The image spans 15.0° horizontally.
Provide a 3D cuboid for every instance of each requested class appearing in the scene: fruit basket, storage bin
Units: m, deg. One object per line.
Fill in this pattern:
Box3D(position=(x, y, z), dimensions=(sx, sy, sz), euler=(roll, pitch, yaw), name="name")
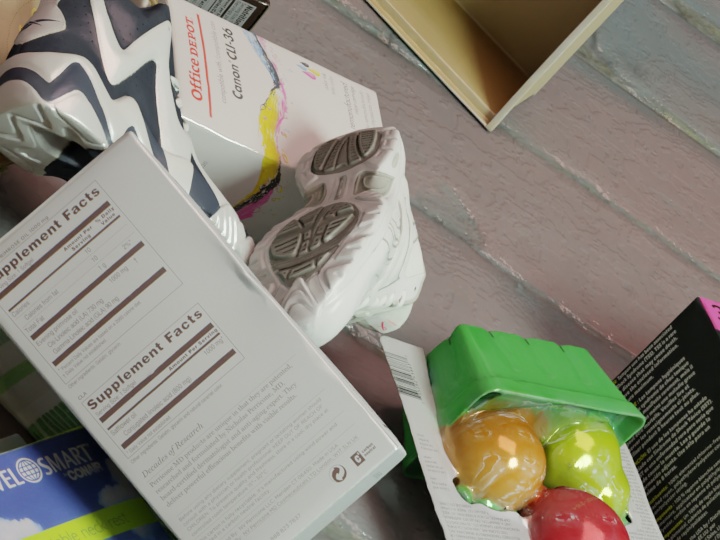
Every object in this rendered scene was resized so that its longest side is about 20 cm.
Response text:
Box3D(position=(0.100, 0.134, 1.550), dimensions=(0.185, 0.094, 0.200), euler=(11, 52, -40), name="fruit basket")
Box3D(position=(0.101, -0.243, 1.878), dimensions=(0.199, 0.200, 0.094), euler=(47, 30, 6), name="storage bin")

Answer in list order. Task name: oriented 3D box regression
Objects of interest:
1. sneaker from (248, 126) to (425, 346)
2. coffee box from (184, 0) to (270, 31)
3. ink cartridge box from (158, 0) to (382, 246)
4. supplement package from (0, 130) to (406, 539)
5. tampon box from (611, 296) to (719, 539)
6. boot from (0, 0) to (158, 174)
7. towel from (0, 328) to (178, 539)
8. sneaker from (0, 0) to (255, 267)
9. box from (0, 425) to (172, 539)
Box3D(position=(0.000, 0.000, 1.508), dimensions=(0.100, 0.078, 0.200), euler=(67, 24, -23), name="sneaker")
Box3D(position=(-0.162, -0.206, 1.655), dimensions=(0.200, 0.080, 0.113), euler=(21, 37, -31), name="coffee box")
Box3D(position=(-0.080, -0.086, 1.615), dimensions=(0.200, 0.068, 0.117), euler=(23, 36, -29), name="ink cartridge box")
Box3D(position=(-0.083, 0.047, 1.328), dimensions=(0.200, 0.109, 0.114), euler=(49, -2, 7), name="supplement package")
Box3D(position=(0.252, 0.140, 1.659), dimensions=(0.150, 0.126, 0.200), euler=(15, 41, -39), name="tampon box")
Box3D(position=(-0.192, -0.120, 1.512), dimensions=(0.200, 0.073, 0.156), euler=(5, 47, -30), name="boot")
Box3D(position=(-0.114, 0.071, 1.433), dimensions=(0.200, 0.023, 0.153), euler=(46, 32, 4), name="towel")
Box3D(position=(-0.116, -0.084, 1.461), dimensions=(0.199, 0.079, 0.130), euler=(37, 50, -38), name="sneaker")
Box3D(position=(-0.132, 0.155, 1.289), dimensions=(0.200, 0.048, 0.122), euler=(52, 31, 14), name="box")
